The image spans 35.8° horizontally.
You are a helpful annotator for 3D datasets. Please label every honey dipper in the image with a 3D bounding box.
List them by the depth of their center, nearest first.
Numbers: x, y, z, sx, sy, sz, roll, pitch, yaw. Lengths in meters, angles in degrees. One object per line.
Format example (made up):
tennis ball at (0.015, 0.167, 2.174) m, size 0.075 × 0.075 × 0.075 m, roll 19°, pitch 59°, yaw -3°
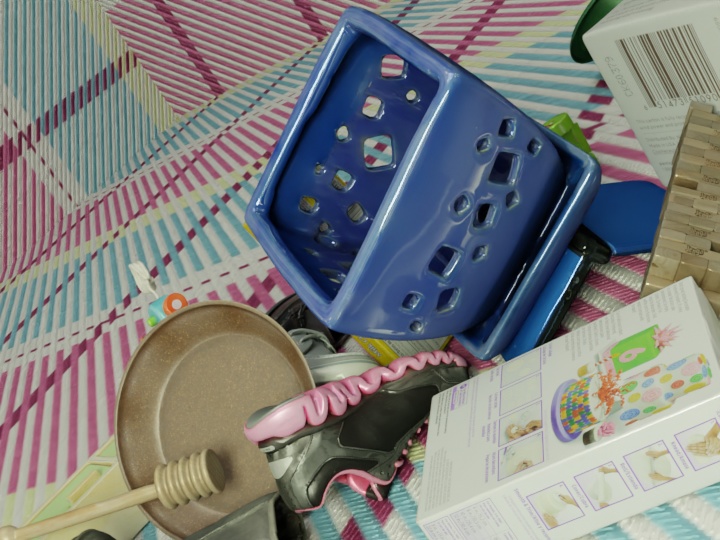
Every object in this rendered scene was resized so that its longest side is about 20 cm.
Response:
honey dipper at (-0.205, 0.191, 0.894) m, size 0.199 × 0.038 × 0.038 m, roll -20°, pitch 20°, yaw 12°

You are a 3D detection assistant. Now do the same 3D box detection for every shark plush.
shark plush at (-0.053, 0.126, 0.955) m, size 0.200 × 0.091 × 0.083 m, roll -33°, pitch -14°, yaw 23°

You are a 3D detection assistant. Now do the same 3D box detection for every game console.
game console at (0.189, -0.002, 0.928) m, size 0.171 × 0.118 × 0.200 m, roll -63°, pitch 13°, yaw 12°

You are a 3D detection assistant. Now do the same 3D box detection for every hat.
hat at (0.359, -0.255, 1.282) m, size 0.165 × 0.176 × 0.200 m, roll -37°, pitch -20°, yaw -4°

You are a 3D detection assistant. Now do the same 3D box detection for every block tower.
block tower at (0.246, -0.042, 0.805) m, size 0.058 × 0.054 × 0.200 m, roll 16°, pitch 46°, yaw 10°

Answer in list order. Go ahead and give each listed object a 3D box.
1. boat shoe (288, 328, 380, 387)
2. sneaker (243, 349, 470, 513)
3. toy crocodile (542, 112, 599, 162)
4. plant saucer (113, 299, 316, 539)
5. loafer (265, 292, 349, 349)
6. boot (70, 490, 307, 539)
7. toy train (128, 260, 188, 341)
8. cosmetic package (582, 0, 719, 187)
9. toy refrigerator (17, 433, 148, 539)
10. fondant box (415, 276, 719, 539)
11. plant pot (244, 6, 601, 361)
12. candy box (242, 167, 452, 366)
boat shoe at (-0.061, 0.086, 0.990) m, size 0.200 × 0.070 × 0.072 m, roll -15°, pitch 63°, yaw 41°
sneaker at (0.010, 0.122, 0.838) m, size 0.199 × 0.096 × 0.079 m, roll -17°, pitch -10°, yaw -35°
toy crocodile at (0.184, -0.096, 1.101) m, size 0.062 × 0.068 × 0.200 m, roll -26°, pitch 17°, yaw 40°
plant saucer at (-0.113, 0.126, 0.917) m, size 0.200 × 0.201 × 0.037 m, roll -27°, pitch -16°, yaw 22°
loafer at (-0.041, 0.050, 1.121) m, size 0.063 × 0.072 × 0.200 m, roll -7°, pitch 29°, yaw 47°
boot at (-0.137, 0.219, 0.846) m, size 0.200 × 0.073 × 0.182 m, roll -38°, pitch 30°, yaw 9°
toy train at (-0.188, 0.095, 1.104) m, size 0.056 × 0.201 × 0.150 m, roll -36°, pitch 41°, yaw -24°
cosmetic package at (0.332, -0.193, 0.926) m, size 0.200 × 0.165 × 0.165 m, roll -41°, pitch 20°, yaw -20°
toy refrigerator at (-0.240, 0.214, 1.043) m, size 0.076 × 0.070 × 0.200 m, roll -11°, pitch 29°, yaw 52°
fondant box at (0.137, 0.097, 0.699) m, size 0.199 × 0.058 × 0.144 m, roll -29°, pitch 19°, yaw 20°
plant pot at (0.052, -0.059, 0.850) m, size 0.201 × 0.179 × 0.200 m, roll -62°, pitch 32°, yaw 13°
candy box at (0.000, 0.000, 0.963) m, size 0.102 × 0.200 × 0.026 m, roll -48°, pitch 6°, yaw -38°
